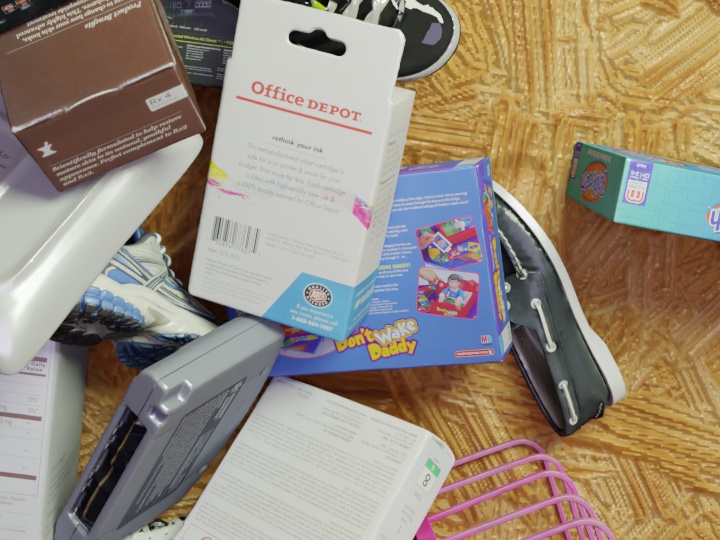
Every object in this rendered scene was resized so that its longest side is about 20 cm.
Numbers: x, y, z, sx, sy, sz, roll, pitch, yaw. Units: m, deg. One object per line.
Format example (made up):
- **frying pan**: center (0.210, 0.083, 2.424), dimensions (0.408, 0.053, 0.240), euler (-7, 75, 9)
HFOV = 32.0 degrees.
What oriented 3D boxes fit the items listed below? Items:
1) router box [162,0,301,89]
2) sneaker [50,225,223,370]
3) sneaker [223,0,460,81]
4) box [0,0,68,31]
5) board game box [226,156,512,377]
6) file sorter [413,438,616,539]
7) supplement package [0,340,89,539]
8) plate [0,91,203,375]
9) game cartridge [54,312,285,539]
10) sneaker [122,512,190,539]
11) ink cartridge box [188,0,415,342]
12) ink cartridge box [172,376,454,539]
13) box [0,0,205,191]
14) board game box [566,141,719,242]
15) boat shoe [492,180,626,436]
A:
- **router box**: center (-0.078, -0.201, 0.872), dimensions (0.197, 0.062, 0.152), euler (7, 100, -3)
- **sneaker**: center (-0.148, 0.011, 0.853), dimensions (0.076, 0.200, 0.086), euler (-13, 71, 16)
- **sneaker**: center (-0.029, -0.173, 0.804), dimensions (0.197, 0.083, 0.073), euler (20, 99, -6)
- **box**: center (-0.217, -0.233, 0.733), dimensions (0.157, 0.046, 0.202), euler (-24, 62, -1)
- **board game box**: center (0.000, 0.000, 0.886), dimensions (0.197, 0.045, 0.137), euler (-5, 100, 18)
- **file sorter**: center (0.110, 0.216, 0.882), dimensions (0.124, 0.200, 0.141), euler (-19, 100, -2)
- **supplement package**: center (-0.262, 0.102, 0.887), dimensions (0.115, 0.117, 0.203), euler (7, 98, -1)
- **plate**: center (-0.230, -0.065, 0.771), dimensions (0.198, 0.032, 0.201), euler (31, 65, 10)
- **game cartridge**: center (-0.128, 0.111, 0.862), dimensions (0.041, 0.132, 0.201), euler (46, 129, 17)
- **sneaker**: center (-0.150, 0.210, 0.935), dimensions (0.198, 0.072, 0.073), euler (-29, 90, -1)
- **ink cartridge box**: center (-0.034, -0.070, 0.820), dimensions (0.114, 0.068, 0.203), euler (16, 107, 12)
- **ink cartridge box**: center (-0.047, 0.181, 0.858), dimensions (0.050, 0.160, 0.202), euler (45, 69, -43)
- **box**: center (-0.171, -0.160, 0.755), dimensions (0.099, 0.075, 0.202), euler (-21, 61, 0)
- **board game box**: center (0.255, -0.046, 0.867), dimensions (0.197, 0.152, 0.046), euler (11, 99, -3)
- **boat shoe**: center (0.121, 0.029, 0.908), dimensions (0.060, 0.076, 0.201), euler (-35, 98, -14)
